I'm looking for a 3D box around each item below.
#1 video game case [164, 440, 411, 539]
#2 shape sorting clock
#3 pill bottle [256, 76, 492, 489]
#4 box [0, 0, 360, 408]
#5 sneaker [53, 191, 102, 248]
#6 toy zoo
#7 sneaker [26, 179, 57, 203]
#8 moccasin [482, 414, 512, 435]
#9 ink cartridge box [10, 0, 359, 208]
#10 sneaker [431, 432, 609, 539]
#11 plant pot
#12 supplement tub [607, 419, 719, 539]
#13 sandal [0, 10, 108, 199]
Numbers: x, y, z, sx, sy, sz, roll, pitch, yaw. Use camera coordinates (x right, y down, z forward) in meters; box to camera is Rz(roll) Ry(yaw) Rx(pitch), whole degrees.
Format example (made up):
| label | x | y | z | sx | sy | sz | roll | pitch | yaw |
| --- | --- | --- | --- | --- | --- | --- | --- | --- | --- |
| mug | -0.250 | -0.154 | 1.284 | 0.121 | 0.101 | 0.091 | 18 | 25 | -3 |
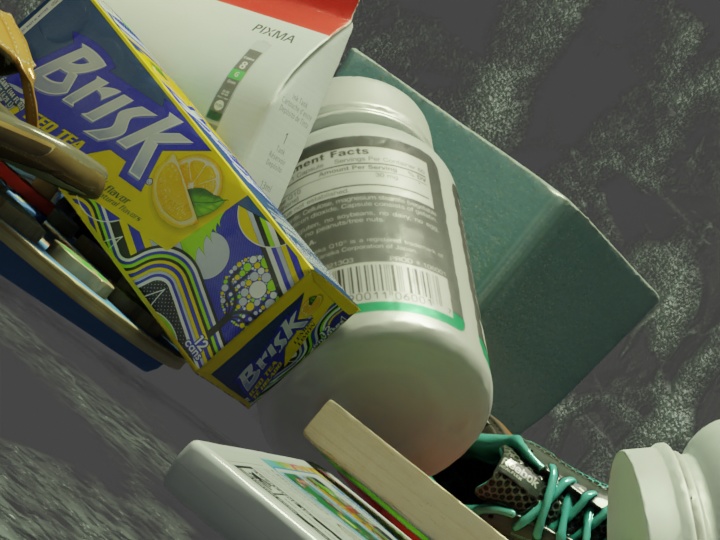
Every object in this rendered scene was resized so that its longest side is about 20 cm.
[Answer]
| label | x | y | z | sx | sy | sz | roll | pitch | yaw |
| --- | --- | --- | --- | --- | --- | --- | --- | --- | --- |
| video game case | 0.032 | 0.135 | 0.663 | 0.199 | 0.024 | 0.182 | 38 | 0 | 14 |
| shape sorting clock | -0.153 | -0.025 | 0.828 | 0.199 | 0.039 | 0.200 | 38 | 1 | -1 |
| pill bottle | 0.000 | 0.000 | 0.908 | 0.113 | 0.113 | 0.201 | 37 | 29 | -32 |
| box | -0.091 | -0.038 | 0.819 | 0.200 | 0.070 | 0.064 | 50 | 2 | 27 |
| sneaker | -0.088 | 0.018 | 0.969 | 0.199 | 0.079 | 0.090 | 35 | 20 | 0 |
| toy zoo | 0.054 | 0.135 | 0.809 | 0.131 | 0.020 | 0.200 | 37 | -10 | 28 |
| sneaker | -0.141 | -0.033 | 1.127 | 0.200 | 0.080 | 0.086 | 46 | -10 | 10 |
| moccasin | 0.094 | 0.145 | 1.010 | 0.078 | 0.074 | 0.201 | 40 | 0 | -37 |
| ink cartridge box | -0.086 | -0.121 | 0.905 | 0.160 | 0.202 | 0.050 | 21 | -2 | 30 |
| sneaker | 0.093 | 0.126 | 0.888 | 0.199 | 0.078 | 0.091 | 14 | -25 | 38 |
| plant pot | 0.038 | 0.016 | 1.179 | 0.196 | 0.201 | 0.196 | 39 | 2 | 33 |
| supplement tub | 0.211 | 0.130 | 0.763 | 0.198 | 0.147 | 0.145 | -3 | 2 | -1 |
| sandal | -0.177 | -0.097 | 0.776 | 0.200 | 0.054 | 0.080 | 39 | 6 | 33 |
